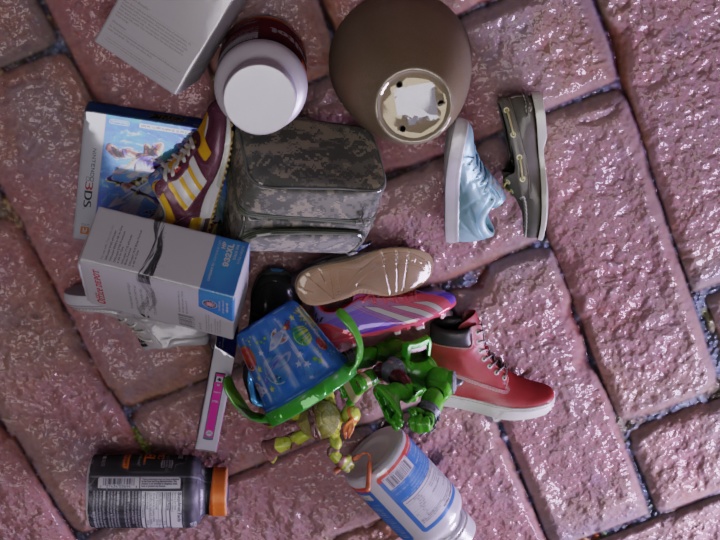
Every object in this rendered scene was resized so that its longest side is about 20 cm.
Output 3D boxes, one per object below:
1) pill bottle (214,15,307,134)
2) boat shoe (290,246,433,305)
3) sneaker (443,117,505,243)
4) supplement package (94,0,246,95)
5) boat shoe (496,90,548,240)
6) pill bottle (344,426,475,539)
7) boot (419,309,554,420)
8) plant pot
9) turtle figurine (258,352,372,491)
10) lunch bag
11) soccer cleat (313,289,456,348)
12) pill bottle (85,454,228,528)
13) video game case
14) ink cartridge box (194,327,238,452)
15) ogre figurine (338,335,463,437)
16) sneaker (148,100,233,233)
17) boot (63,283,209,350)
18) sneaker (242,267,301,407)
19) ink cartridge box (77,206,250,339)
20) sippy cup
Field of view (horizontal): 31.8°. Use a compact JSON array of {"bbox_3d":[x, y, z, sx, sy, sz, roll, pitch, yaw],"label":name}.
[{"bbox_3d":[-0.120,-0.235,1.541,0.113,0.200,0.113,-1,115,-3],"label":"pill bottle"},{"bbox_3d":[0.000,0.000,1.728,0.200,0.065,0.072,-12,114,-18],"label":"boat shoe"},{"bbox_3d":[0.150,-0.120,1.664,0.082,0.074,0.200,-1,137,2],"label":"sneaker"},{"bbox_3d":[-0.208,-0.334,1.528,0.121,0.120,0.200,34,109,-4],"label":"supplement package"},{"bbox_3d":[0.216,-0.137,1.677,0.060,0.072,0.202,-5,108,1],"label":"boat shoe"},{"bbox_3d":[0.077,0.332,1.855,0.112,0.112,0.200,-36,111,12],"label":"pill bottle"},{"bbox_3d":[0.189,0.130,1.791,0.200,0.072,0.144,9,115,-4],"label":"boot"},{"bbox_3d":[0.057,-0.232,1.554,0.187,0.200,0.188,-1,113,-3],"label":"plant pot"},{"bbox_3d":[-0.062,0.225,1.788,0.161,0.064,0.200,-16,79,19],"label":"turtle figurine"},{"bbox_3d":[-0.076,-0.094,1.630,0.200,0.139,0.168,1,141,-19],"label":"lunch bag"},{"bbox_3d":[0.033,0.054,1.757,0.200,0.067,0.077,-17,94,1],"label":"soccer cleat"},{"bbox_3d":[-0.291,0.320,1.832,0.200,0.106,0.106,1,114,-4],"label":"pill bottle"},{"bbox_3d":[-0.272,-0.117,1.672,0.200,0.045,0.181,8,114,-7],"label":"video game case"},{"bbox_3d":[-0.198,0.145,1.764,0.037,0.095,0.200,8,113,-6],"label":"ink cartridge box"},{"bbox_3d":[0.053,0.149,1.731,0.120,0.200,0.098,-26,110,-33],"label":"ogre figurine"},{"bbox_3d":[-0.220,-0.127,1.605,0.090,0.075,0.200,11,112,-15],"label":"sneaker"},{"bbox_3d":[-0.304,0.067,1.734,0.200,0.074,0.096,0,107,-4],"label":"boot"},{"bbox_3d":[-0.122,0.095,1.754,0.073,0.082,0.200,6,112,-4],"label":"sneaker"},{"bbox_3d":[-0.249,0.005,1.625,0.200,0.084,0.145,14,156,0],"label":"ink cartridge box"},{"bbox_3d":[-0.094,0.116,1.670,0.178,0.140,0.130,-32,91,-19],"label":"sippy cup"}]
